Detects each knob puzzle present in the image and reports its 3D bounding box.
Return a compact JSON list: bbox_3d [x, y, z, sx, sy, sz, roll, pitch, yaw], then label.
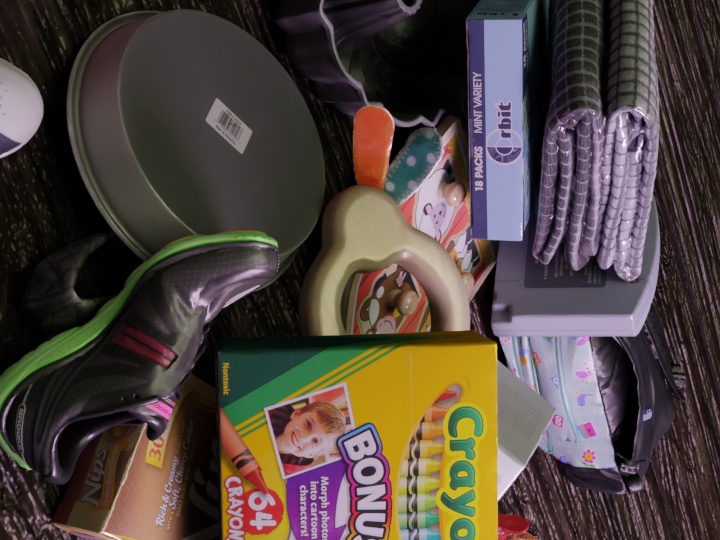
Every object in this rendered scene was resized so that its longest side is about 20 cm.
[{"bbox_3d":[0.047,0.010,1.008,0.219,0.030,0.220,-35,136,-42],"label":"knob puzzle"}]

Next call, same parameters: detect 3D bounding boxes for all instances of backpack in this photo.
[{"bbox_3d":[0.202,0.078,1.156,0.167,0.126,0.201,-52,128,-52],"label":"backpack"}]

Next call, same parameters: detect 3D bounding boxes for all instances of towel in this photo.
[{"bbox_3d":[0.179,-0.113,1.010,0.200,0.085,0.166,84,10,-51],"label":"towel"}]

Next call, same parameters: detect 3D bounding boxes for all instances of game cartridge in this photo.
[{"bbox_3d":[0.183,-0.023,1.093,0.200,0.133,0.041,-77,157,-44],"label":"game cartridge"}]

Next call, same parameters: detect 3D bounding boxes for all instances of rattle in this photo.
[{"bbox_3d":[0.000,0.000,0.919,0.130,0.143,0.201,-10,83,-11],"label":"rattle"}]

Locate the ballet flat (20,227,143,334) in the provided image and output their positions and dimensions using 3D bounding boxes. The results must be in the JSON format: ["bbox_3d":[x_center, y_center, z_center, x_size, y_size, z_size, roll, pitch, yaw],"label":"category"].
[{"bbox_3d":[-0.128,-0.010,0.834,0.200,0.057,0.067,-35,111,-44],"label":"ballet flat"}]

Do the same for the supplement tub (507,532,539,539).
[{"bbox_3d":[0.078,0.298,1.013,0.200,0.122,0.123,-46,122,-39],"label":"supplement tub"}]

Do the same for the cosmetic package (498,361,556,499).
[{"bbox_3d":[0.079,0.136,0.958,0.102,0.074,0.200,-53,173,14],"label":"cosmetic package"}]

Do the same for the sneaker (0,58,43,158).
[{"bbox_3d":[-0.226,-0.097,0.672,0.199,0.129,0.080,13,80,-48],"label":"sneaker"}]

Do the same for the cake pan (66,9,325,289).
[{"bbox_3d":[-0.097,-0.084,0.846,0.200,0.037,0.201,25,54,-39],"label":"cake pan"}]

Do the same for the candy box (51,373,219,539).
[{"bbox_3d":[-0.097,0.151,0.868,0.200,0.055,0.116,39,61,-42],"label":"candy box"}]

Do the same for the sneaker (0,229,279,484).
[{"bbox_3d":[-0.122,0.051,0.762,0.200,0.084,0.077,-39,161,3],"label":"sneaker"}]

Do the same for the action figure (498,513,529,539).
[{"bbox_3d":[0.148,0.262,0.924,0.065,0.099,0.200,-54,137,-31],"label":"action figure"}]

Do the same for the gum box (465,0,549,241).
[{"bbox_3d":[0.122,-0.139,1.036,0.200,0.044,0.171,-57,147,-62],"label":"gum box"}]

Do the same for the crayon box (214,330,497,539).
[{"bbox_3d":[-0.003,0.142,0.816,0.172,0.058,0.201,-2,95,-8],"label":"crayon box"}]

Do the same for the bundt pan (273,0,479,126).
[{"bbox_3d":[0.009,-0.204,0.981,0.202,0.076,0.203,2,87,-48],"label":"bundt pan"}]
